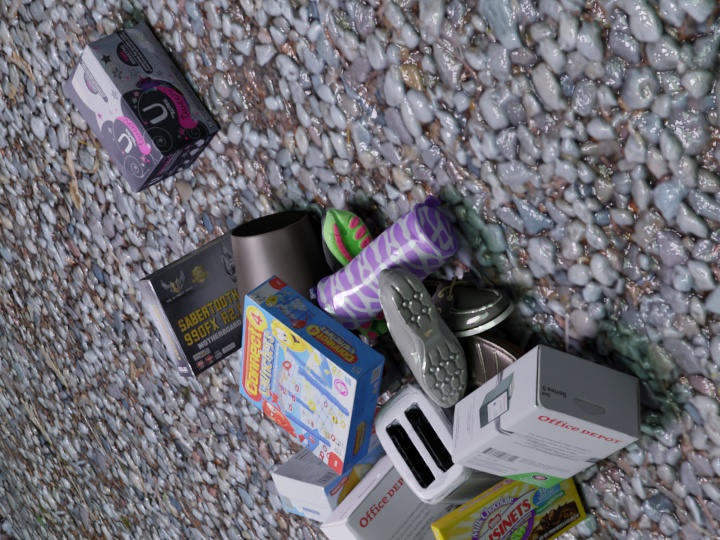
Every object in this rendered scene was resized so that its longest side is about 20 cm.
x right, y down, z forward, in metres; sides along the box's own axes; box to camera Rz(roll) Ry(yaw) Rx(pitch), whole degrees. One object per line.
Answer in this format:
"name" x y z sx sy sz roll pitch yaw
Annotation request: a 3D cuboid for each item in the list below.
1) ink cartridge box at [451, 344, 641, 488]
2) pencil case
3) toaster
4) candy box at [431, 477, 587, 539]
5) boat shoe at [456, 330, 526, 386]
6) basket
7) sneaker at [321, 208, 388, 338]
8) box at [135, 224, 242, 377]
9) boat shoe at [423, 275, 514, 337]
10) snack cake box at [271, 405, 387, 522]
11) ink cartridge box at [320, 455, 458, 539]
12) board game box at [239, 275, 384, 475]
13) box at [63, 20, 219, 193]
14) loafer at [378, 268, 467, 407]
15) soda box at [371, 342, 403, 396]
"ink cartridge box" 0.221 0.180 1.494 0.145 0.084 0.200 19 147 -19
"pencil case" 0.032 -0.005 1.580 0.200 0.086 0.084 -36 127 29
"toaster" 0.108 0.229 1.630 0.114 0.129 0.200 -42 65 22
"candy box" 0.191 0.320 1.591 0.026 0.199 0.103 8 123 66
"boat shoe" 0.147 0.099 1.591 0.199 0.068 0.072 11 116 47
"basket" -0.106 0.027 1.773 0.179 0.136 0.201 -8 107 26
"sneaker" 0.000 0.000 1.697 0.084 0.076 0.201 -131 20 -64
"box" -0.211 0.042 1.846 0.048 0.200 0.159 -6 110 54
"boat shoe" 0.111 0.042 1.584 0.201 0.072 0.060 -4 118 54
"snack cake box" -0.014 0.274 1.789 0.115 0.200 0.067 4 120 47
"ink cartridge box" 0.067 0.367 1.690 0.200 0.146 0.086 50 150 -6
"board game box" -0.068 0.138 1.632 0.195 0.056 0.201 35 140 25
"box" -0.326 -0.240 1.842 0.200 0.115 0.132 55 144 3
"loafer" 0.077 0.081 1.543 0.070 0.070 0.201 39 155 61
"soda box" -0.025 0.171 1.839 0.064 0.068 0.200 58 143 -1
